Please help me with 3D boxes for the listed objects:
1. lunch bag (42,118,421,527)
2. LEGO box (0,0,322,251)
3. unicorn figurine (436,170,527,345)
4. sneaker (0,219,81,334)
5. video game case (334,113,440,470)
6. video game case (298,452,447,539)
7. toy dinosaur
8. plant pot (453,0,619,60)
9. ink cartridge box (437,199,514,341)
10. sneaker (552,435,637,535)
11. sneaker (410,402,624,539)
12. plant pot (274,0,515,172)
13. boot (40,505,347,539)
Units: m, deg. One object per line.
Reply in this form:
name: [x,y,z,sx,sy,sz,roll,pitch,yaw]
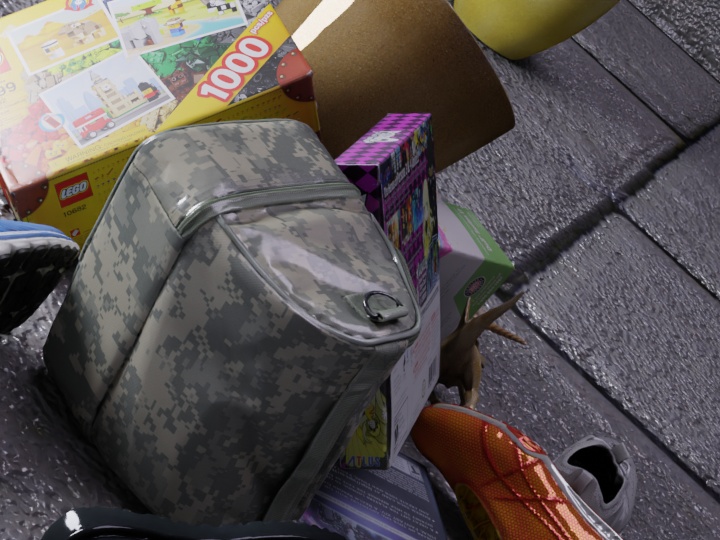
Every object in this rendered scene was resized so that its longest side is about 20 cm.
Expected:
lunch bag: [-0.064,0.042,1.100,0.139,0.201,0.168,-5,49,-43]
LEGO box: [-0.143,-0.109,1.271,0.077,0.199,0.149,82,-19,-51]
unicorn figurine: [0.032,-0.023,1.559,0.198,0.139,0.074,11,-11,-14]
sneaker: [-0.234,-0.018,1.099,0.199,0.079,0.089,6,41,-56]
video game case: [0.018,0.006,1.242,0.035,0.183,0.200,1,13,11]
video game case: [0.000,0.158,1.232,0.142,0.019,0.201,30,24,-26]
toy dinosaur: [0.065,0.065,1.391,0.058,0.102,0.200,16,-12,1]
plant pot: [0.193,-0.335,2.390,0.199,0.142,0.200,34,21,-15]
ink cartridge box: [0.000,0.000,1.409,0.199,0.117,0.068,15,33,-49]
sneaker: [0.171,0.155,1.441,0.075,0.082,0.200,42,21,7]
sneaker: [0.103,0.164,1.314,0.200,0.073,0.077,43,59,15]
plant pot: [-0.023,-0.115,1.443,0.187,0.200,0.186,51,-3,4]
boot: [-0.052,0.198,0.972,0.199,0.077,0.168,15,28,-36]
